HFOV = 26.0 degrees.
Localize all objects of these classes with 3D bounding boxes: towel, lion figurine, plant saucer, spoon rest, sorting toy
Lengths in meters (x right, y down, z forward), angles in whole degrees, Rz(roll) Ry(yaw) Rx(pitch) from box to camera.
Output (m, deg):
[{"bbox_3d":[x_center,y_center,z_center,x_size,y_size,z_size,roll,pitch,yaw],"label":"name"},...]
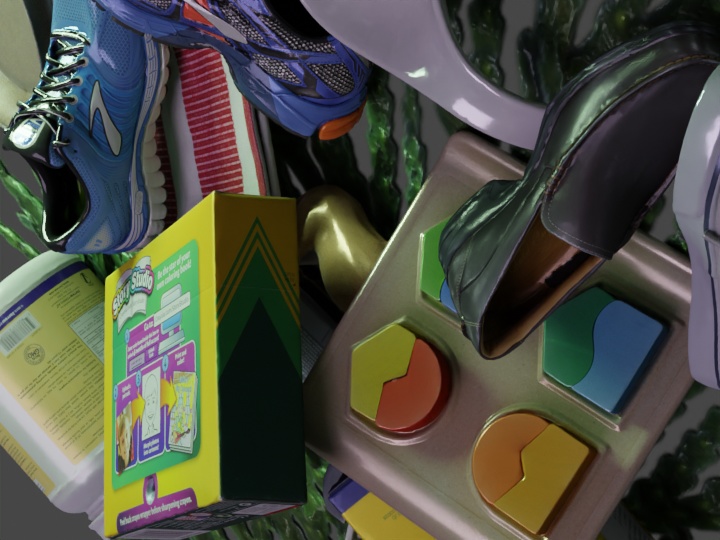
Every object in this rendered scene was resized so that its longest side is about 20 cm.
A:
[{"bbox_3d":[-0.126,-0.088,0.998,0.200,0.023,0.144,1,105,49],"label":"towel"},{"bbox_3d":[0.000,0.000,0.933,0.200,0.072,0.123,40,110,27],"label":"lion figurine"},{"bbox_3d":[-0.258,-0.190,1.056,0.200,0.032,0.201,38,144,34],"label":"plant saucer"},{"bbox_3d":[0.033,-0.128,0.774,0.200,0.061,0.099,40,138,11],"label":"spoon rest"},{"bbox_3d":[0.072,0.050,0.829,0.185,0.200,0.036,33,-172,23],"label":"sorting toy"}]

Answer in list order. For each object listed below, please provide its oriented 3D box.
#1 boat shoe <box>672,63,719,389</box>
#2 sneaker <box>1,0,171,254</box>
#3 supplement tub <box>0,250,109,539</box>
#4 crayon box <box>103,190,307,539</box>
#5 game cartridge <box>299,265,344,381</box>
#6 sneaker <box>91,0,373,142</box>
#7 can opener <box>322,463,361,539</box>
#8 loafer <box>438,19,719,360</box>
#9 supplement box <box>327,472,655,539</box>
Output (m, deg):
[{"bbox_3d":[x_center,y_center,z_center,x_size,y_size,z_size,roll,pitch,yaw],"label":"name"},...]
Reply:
[{"bbox_3d":[0.194,-0.005,0.703,0.086,0.075,0.202,25,143,33],"label":"boat shoe"},{"bbox_3d":[-0.171,-0.101,0.958,0.078,0.089,0.201,15,114,44],"label":"sneaker"},{"bbox_3d":[-0.220,0.098,1.229,0.200,0.145,0.145,48,147,1],"label":"supplement tub"},{"bbox_3d":[-0.098,0.064,0.931,0.200,0.058,0.173,-28,60,59],"label":"crayon box"},{"bbox_3d":[-0.070,0.018,1.073,0.200,0.040,0.133,44,144,7],"label":"game cartridge"},{"bbox_3d":[-0.072,-0.158,0.861,0.200,0.075,0.078,31,135,-3],"label":"sneaker"},{"bbox_3d":[0.003,0.127,1.082,0.067,0.053,0.200,34,143,20],"label":"can opener"},{"bbox_3d":[0.110,-0.033,0.735,0.073,0.072,0.200,16,135,-23],"label":"loafer"},{"bbox_3d":[0.092,0.161,0.921,0.109,0.109,0.200,-41,90,15],"label":"supplement box"}]
